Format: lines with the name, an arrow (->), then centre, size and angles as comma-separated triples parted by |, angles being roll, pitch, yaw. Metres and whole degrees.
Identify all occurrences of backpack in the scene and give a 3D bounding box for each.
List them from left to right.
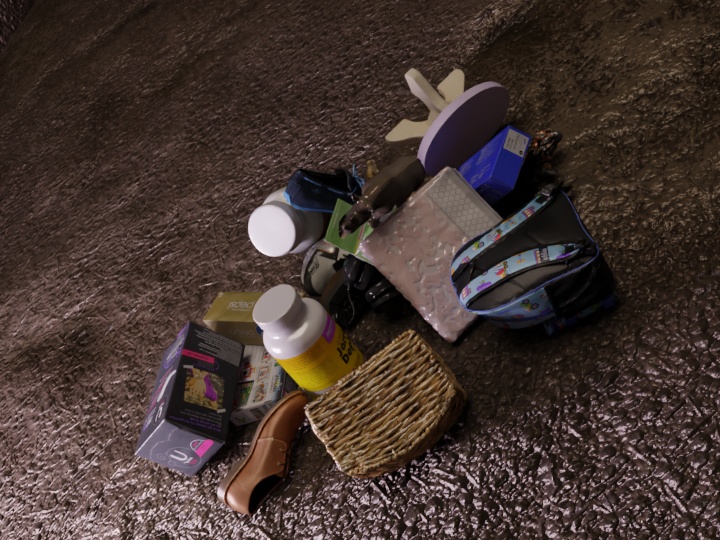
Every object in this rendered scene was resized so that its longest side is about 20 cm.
backpack -> 0.234, 0.005, 1.444 | 0.200, 0.135, 0.183 | -30, 38, 10

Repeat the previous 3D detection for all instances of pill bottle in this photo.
pill bottle -> -0.108, -0.092, 1.788 | 0.114, 0.114, 0.200 | -17, 9, 26
pill bottle -> -0.074, 0.111, 1.534 | 0.104, 0.200, 0.104 | -23, 39, 20

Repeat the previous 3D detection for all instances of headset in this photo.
headset -> 0.015, 0.024, 1.629 | 0.200, 0.123, 0.094 | -44, -6, -34

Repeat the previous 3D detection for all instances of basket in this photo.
basket -> 0.049, 0.201, 1.451 | 0.200, 0.149, 0.143 | -37, 69, 1

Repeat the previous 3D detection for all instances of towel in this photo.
towel -> 0.131, -0.027, 1.536 | 0.191, 0.200, 0.032 | -43, -2, -10

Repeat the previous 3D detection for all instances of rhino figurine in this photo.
rhino figurine -> 0.029, -0.110, 1.533 | 0.200, 0.060, 0.087 | -39, -11, -44

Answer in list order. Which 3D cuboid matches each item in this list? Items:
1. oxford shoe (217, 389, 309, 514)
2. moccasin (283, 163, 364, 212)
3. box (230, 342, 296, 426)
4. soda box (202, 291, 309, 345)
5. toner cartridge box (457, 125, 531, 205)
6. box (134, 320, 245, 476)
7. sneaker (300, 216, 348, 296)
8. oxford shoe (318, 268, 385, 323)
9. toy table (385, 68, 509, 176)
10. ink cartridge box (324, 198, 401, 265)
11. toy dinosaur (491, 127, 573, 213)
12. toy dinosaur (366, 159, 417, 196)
oxford shoe -> -0.124, 0.270, 1.526 | 0.071, 0.071, 0.200 | 22, 75, 39
moccasin -> -0.029, -0.134, 1.722 | 0.080, 0.200, 0.068 | 42, 123, 38
box -> -0.151, 0.152, 1.695 | 0.110, 0.035, 0.200 | -19, 40, 24
soda box -> -0.160, 0.079, 1.694 | 0.200, 0.068, 0.064 | -1, 50, 39
toner cartridge box -> 0.194, -0.145, 1.621 | 0.095, 0.043, 0.200 | -67, 10, -19
box -> -0.267, 0.202, 1.646 | 0.122, 0.106, 0.200 | -48, 24, 41
sneaker -> -0.021, -0.034, 1.757 | 0.200, 0.074, 0.080 | -50, 40, -15
oxford shoe -> 0.000, 0.000, 1.706 | 0.200, 0.073, 0.084 | -43, 21, -19
toy table -> 0.147, -0.263, 1.798 | 0.200, 0.184, 0.117 | -37, 51, -19
ink cartridge box -> 0.054, -0.052, 1.606 | 0.059, 0.200, 0.104 | -53, 16, 45
toy dinosaur -> 0.259, -0.139, 1.643 | 0.136, 0.102, 0.200 | 24, 93, 65
toy dinosaur -> 0.093, -0.116, 1.748 | 0.101, 0.200, 0.058 | -39, -17, -48
